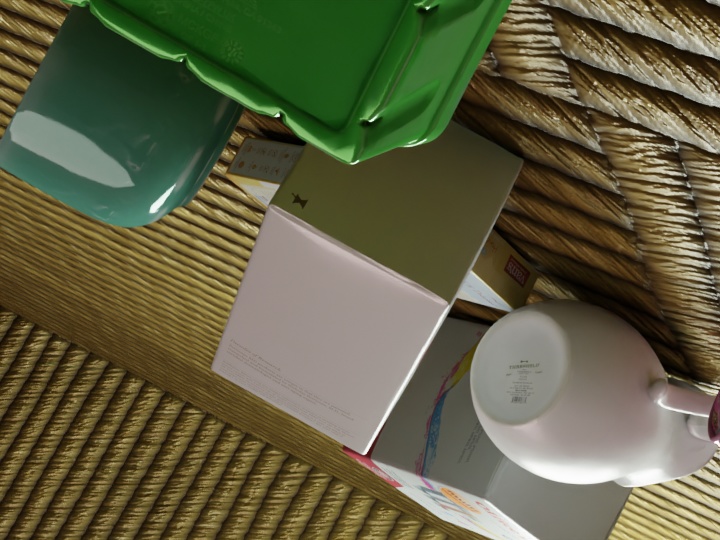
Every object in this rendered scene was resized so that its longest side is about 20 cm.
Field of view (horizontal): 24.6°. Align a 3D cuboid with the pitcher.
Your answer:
[{"bbox_3d":[0.185,0.090,1.139,0.170,0.122,0.199,-9,157,38],"label":"pitcher"}]

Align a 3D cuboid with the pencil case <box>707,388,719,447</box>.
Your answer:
[{"bbox_3d":[0.305,0.112,0.991,0.199,0.083,0.087,30,168,3],"label":"pencil case"}]

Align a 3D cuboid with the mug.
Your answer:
[{"bbox_3d":[-0.128,-0.115,0.987,0.114,0.186,0.152,29,144,-11],"label":"mug"}]

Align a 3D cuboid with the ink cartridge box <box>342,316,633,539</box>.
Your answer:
[{"bbox_3d":[0.117,0.139,1.378,0.145,0.145,0.199,38,164,-32],"label":"ink cartridge box"}]

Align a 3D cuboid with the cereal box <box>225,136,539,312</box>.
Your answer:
[{"bbox_3d":[0.014,-0.034,1.175,0.199,0.040,0.144,14,160,47],"label":"cereal box"}]

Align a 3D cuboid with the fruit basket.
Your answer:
[{"bbox_3d":[-0.030,-0.146,0.704,0.214,0.156,0.216,21,-148,-13],"label":"fruit basket"}]

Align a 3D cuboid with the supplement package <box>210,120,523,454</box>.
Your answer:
[{"bbox_3d":[0.000,0.000,1.016,0.119,0.122,0.200,29,146,3],"label":"supplement package"}]
